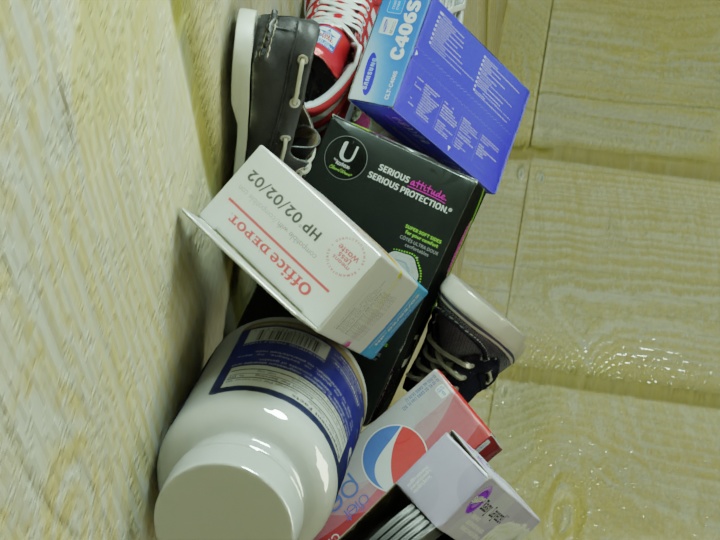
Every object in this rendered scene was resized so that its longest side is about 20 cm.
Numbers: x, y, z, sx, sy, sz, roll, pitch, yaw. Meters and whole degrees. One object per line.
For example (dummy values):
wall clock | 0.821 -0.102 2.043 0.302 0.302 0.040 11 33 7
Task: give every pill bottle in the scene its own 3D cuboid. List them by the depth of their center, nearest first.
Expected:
pill bottle | -0.068 0.121 1.259 0.200 0.119 0.120 -65 161 -66

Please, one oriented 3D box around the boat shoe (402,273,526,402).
boat shoe | 0.074 0.068 1.473 0.093 0.075 0.200 -48 163 -1

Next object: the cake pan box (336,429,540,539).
cake pan box | 0.033 0.209 1.366 0.184 0.052 0.200 -45 157 -2

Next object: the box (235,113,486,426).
box | 0.000 0.000 1.469 0.201 0.124 0.149 -65 174 3

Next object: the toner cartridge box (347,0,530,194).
toner cartridge box | 0.066 -0.138 1.509 0.200 0.043 0.096 34 72 -58

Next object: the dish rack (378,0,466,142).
dish rack | 0.050 -0.169 1.606 0.172 0.043 0.201 -47 143 -72

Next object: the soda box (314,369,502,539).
soda box | 0.006 0.165 1.409 0.200 0.070 0.063 -41 161 -1

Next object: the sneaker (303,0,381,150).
sneaker | -0.022 -0.191 1.498 0.113 0.071 0.201 88 14 -70

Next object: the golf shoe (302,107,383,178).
golf shoe | 0.002 -0.108 1.655 0.092 0.075 0.201 50 36 -30

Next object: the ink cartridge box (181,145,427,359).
ink cartridge box | -0.033 -0.012 1.282 0.068 0.115 0.200 -49 164 2

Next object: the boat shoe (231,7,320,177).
boat shoe | -0.058 -0.096 1.343 0.074 0.060 0.201 -82 176 -50
